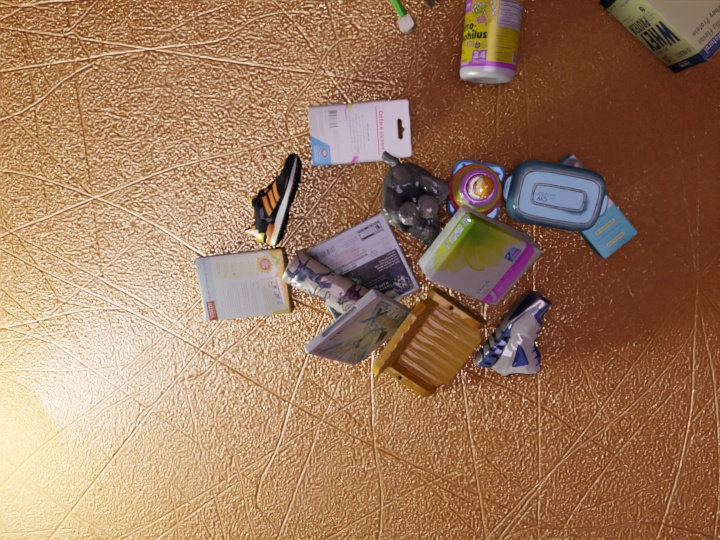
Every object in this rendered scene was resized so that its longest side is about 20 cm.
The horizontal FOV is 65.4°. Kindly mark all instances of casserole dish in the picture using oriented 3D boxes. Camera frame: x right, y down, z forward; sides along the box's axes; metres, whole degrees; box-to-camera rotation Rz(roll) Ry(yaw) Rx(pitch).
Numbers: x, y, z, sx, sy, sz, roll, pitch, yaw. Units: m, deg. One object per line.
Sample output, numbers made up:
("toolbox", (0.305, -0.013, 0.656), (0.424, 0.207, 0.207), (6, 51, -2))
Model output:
("casserole dish", (0.373, -0.140, 1.067), (0.199, 0.039, 0.122), (12, 102, 7))

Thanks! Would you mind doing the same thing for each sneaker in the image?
("sneaker", (-0.186, -0.154, 1.170), (0.090, 0.070, 0.201), (18, 104, 1))
("sneaker", (0.339, 0.145, 1.160), (0.115, 0.081, 0.200), (34, 110, -3))

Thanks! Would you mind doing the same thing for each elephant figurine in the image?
("elephant figurine", (0.113, -0.117, 1.120), (0.141, 0.200, 0.156), (12, 78, 21))

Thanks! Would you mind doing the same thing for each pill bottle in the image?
("pill bottle", (0.245, -0.457, 1.042), (0.104, 0.104, 0.201), (5, 101, 6))

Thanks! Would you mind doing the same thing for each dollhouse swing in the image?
("dollhouse swing", (0.142, 0.161, 1.130), (0.181, 0.176, 0.200), (34, 102, -1))

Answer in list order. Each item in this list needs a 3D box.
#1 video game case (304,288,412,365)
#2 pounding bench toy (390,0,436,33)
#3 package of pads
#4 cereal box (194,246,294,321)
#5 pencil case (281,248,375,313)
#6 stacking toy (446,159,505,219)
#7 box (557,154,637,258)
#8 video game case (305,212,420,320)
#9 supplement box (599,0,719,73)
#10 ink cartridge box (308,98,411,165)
("video game case", (0.006, 0.122, 1.142), (0.182, 0.200, 0.022), (-40, 61, 12))
("pounding bench toy", (0.080, -0.564, 1.033), (0.156, 0.124, 0.201), (34, 103, 0))
("package of pads", (0.229, -0.024, 1.087), (0.199, 0.068, 0.155), (20, 119, -30))
("cereal box", (-0.253, 0.030, 1.229), (0.199, 0.040, 0.145), (-5, 99, 9))
("pencil case", (-0.066, 0.029, 1.158), (0.199, 0.089, 0.078), (29, 93, 4))
("stacking toy", (0.221, -0.152, 1.050), (0.109, 0.200, 0.117), (10, 97, 5))
("box", (0.444, -0.126, 1.104), (0.082, 0.049, 0.200), (-41, 93, 12))
("video game case", (0.000, 0.000, 1.200), (0.199, 0.023, 0.183), (-26, 96, 10))
("supplement box", (0.577, -0.497, 0.975), (0.200, 0.134, 0.200), (42, 103, -1))
("ink cartridge box", (0.002, -0.275, 1.125), (0.199, 0.068, 0.116), (-3, 100, 8))
